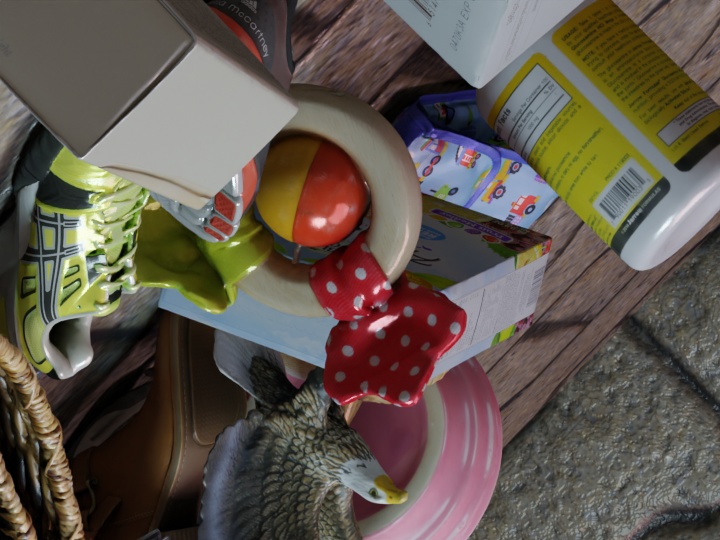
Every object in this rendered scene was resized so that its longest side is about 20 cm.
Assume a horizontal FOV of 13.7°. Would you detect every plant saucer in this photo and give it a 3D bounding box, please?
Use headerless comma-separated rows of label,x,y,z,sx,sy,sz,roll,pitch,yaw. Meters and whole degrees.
plant saucer,-0.006,0.117,2.003,0.201,0.201,0.051,-45,150,0

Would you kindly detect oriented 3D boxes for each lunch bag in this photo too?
lunch bag,0.031,-0.051,2.031,0.151,0.094,0.200,-47,156,21

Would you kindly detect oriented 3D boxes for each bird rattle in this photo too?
bird rattle,-0.029,-0.019,1.647,0.113,0.199,0.164,-27,136,-58

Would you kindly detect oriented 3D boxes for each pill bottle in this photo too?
pill bottle,0.147,-0.105,1.897,0.112,0.200,0.112,-42,169,-10

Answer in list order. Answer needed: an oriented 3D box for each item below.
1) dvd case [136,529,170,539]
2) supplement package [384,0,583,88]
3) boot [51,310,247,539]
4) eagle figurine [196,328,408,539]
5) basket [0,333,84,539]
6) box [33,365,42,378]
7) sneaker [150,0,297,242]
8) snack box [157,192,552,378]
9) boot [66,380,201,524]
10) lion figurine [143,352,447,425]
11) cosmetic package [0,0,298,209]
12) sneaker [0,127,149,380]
dvd case,-0.177,0.258,1.727,0.200,0.016,0.149,-30,125,-35
supplement package,0.098,-0.213,1.546,0.200,0.117,0.117,-41,168,-19
boot,-0.151,0.123,1.928,0.155,0.201,0.077,-9,176,32
eagle figurine,-0.027,0.132,1.845,0.151,0.151,0.201,-127,-131,-68
basket,-0.191,0.113,1.432,0.143,0.149,0.200,-42,141,-23
box,-0.270,0.110,1.584,0.160,0.044,0.200,-51,167,34
sneaker,-0.063,-0.085,1.551,0.082,0.077,0.200,-46,171,-27
snack box,0.000,0.000,1.818,0.200,0.168,0.068,-27,132,-61
boot,-0.148,0.188,2.018,0.073,0.154,0.204,-29,162,-48
lion figurine,-0.037,0.047,1.958,0.072,0.199,0.123,-14,121,-78
cosmetic package,-0.102,-0.094,1.295,0.073,0.104,0.200,-45,168,5
sneaker,-0.134,-0.025,1.502,0.075,0.076,0.200,-32,162,-41
